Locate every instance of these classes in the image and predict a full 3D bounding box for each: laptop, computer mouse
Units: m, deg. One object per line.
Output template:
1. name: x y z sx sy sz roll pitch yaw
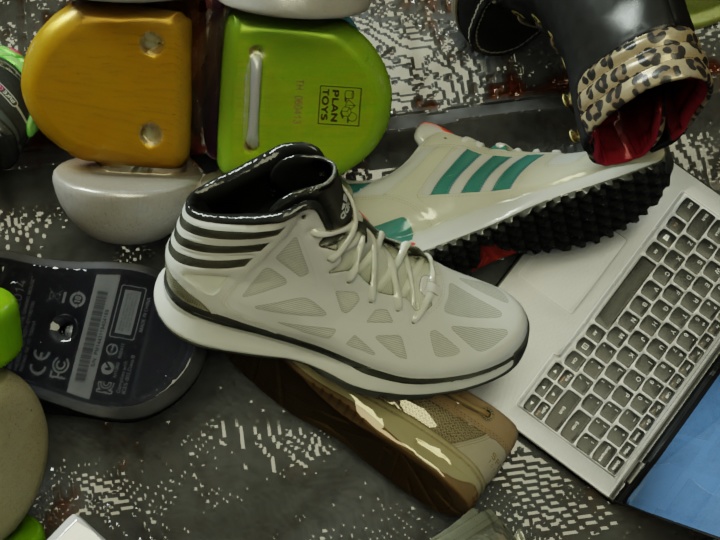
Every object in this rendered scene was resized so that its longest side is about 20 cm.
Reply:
1. laptop: 0.177 0.028 0.988 0.200 0.116 0.187 37 76 9
2. computer mouse: -0.173 0.030 1.017 0.199 0.053 0.139 14 75 15

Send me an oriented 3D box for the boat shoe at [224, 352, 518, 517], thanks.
1. boat shoe: -0.006 0.053 1.005 0.200 0.071 0.065 38 67 3

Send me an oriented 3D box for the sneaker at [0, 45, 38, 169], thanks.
1. sneaker: -0.275 -0.081 1.011 0.199 0.077 0.084 -7 44 8

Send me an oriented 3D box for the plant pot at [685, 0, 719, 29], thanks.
1. plant pot: 0.180 -0.264 1.038 0.200 0.184 0.201 1 74 -2

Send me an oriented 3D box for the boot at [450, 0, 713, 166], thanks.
1. boot: 0.117 -0.128 0.986 0.073 0.200 0.151 -4 69 -26

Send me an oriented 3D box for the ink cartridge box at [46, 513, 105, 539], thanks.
1. ink cartridge box: -0.177 0.228 0.905 0.084 0.145 0.200 42 77 8

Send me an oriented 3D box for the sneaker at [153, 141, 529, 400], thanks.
1. sneaker: 0.000 0.000 0.926 0.200 0.115 0.076 9 52 -9

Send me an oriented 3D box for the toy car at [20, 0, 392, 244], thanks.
1. toy car: -0.080 -0.109 1.011 0.199 0.150 0.176 5 108 4

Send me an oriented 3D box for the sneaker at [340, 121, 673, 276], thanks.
1. sneaker: 0.072 -0.052 1.025 0.199 0.070 0.094 -20 65 5

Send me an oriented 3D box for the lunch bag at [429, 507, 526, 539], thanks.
1. lunch bag: 0.041 0.235 0.926 0.200 0.118 0.164 -33 76 -16

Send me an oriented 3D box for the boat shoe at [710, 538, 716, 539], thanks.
1. boat shoe: 0.232 0.230 0.951 0.071 0.076 0.200 -20 75 -7

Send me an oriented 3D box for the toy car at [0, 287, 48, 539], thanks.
1. toy car: -0.280 0.095 0.946 0.200 0.158 0.165 9 115 26
